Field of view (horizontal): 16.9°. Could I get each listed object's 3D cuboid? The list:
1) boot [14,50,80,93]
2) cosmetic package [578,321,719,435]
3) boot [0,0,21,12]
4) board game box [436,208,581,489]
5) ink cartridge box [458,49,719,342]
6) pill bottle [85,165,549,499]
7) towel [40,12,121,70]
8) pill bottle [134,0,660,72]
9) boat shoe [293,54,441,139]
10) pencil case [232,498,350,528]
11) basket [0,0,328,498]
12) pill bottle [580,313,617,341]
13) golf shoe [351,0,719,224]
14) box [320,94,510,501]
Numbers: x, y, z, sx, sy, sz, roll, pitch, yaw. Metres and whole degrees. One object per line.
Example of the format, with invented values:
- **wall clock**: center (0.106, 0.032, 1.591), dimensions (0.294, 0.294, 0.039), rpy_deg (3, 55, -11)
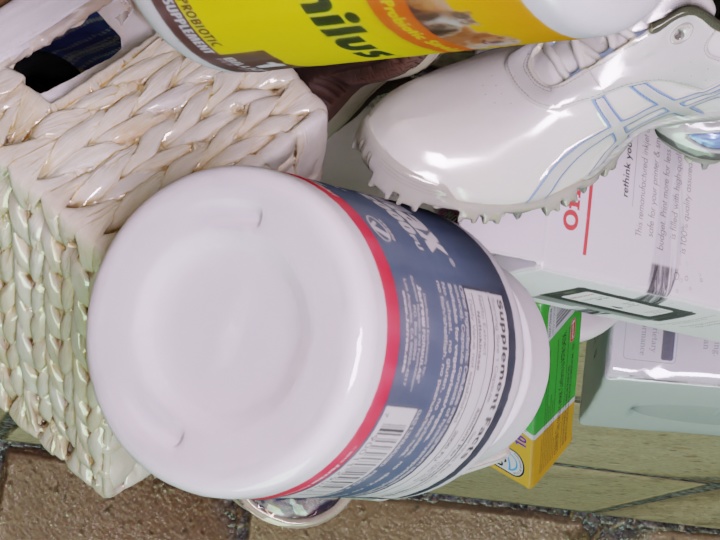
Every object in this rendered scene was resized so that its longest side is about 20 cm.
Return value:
- **boot**: center (-0.172, -0.068, 1.180), dimensions (0.144, 0.073, 0.200), rpy_deg (7, 173, 15)
- **cosmetic package**: center (0.234, 0.027, 1.377), dimensions (0.199, 0.124, 0.199), rpy_deg (7, 170, 2)
- **boot**: center (-0.225, -0.098, 0.978), dimensions (0.199, 0.074, 0.075), rpy_deg (-21, 177, 14)
- **board game box**: center (0.017, 0.007, 1.217), dimensions (0.200, 0.040, 0.153), rpy_deg (29, 147, 24)
- **ink cartridge box**: center (0.114, -0.042, 1.099), dimensions (0.199, 0.117, 0.068), rpy_deg (13, 166, -30)
- **pill bottle**: center (-0.006, 0.029, 0.938), dimensions (0.119, 0.120, 0.200), rpy_deg (0, 175, 26)
- **towel**: center (-0.144, -0.113, 1.113), dimensions (0.199, 0.024, 0.145), rpy_deg (12, 169, -30)
- **pill bottle**: center (0.026, -0.121, 0.744), dimensions (0.199, 0.110, 0.109), rpy_deg (-3, 166, 37)
- **boat shoe**: center (0.010, -0.111, 0.971), dimensions (0.075, 0.075, 0.202), rpy_deg (-28, 179, -28)
- **pencil case**: center (-0.040, 0.082, 1.317), dimensions (0.089, 0.078, 0.200), rpy_deg (3, -173, -6)
- **basket**: center (-0.099, -0.018, 1.017), dimensions (0.123, 0.135, 0.200), rpy_deg (42, 150, 20)
- **pill bottle**: center (0.049, -0.010, 1.311), dimensions (0.113, 0.114, 0.200), rpy_deg (13, 167, -34)
- **golf shoe**: center (0.091, -0.082, 0.932), dimensions (0.199, 0.078, 0.097), rpy_deg (-15, 140, -21)
- **box**: center (0.000, 0.000, 1.100), dimensions (0.068, 0.201, 0.082), rpy_deg (-17, 178, -13)
